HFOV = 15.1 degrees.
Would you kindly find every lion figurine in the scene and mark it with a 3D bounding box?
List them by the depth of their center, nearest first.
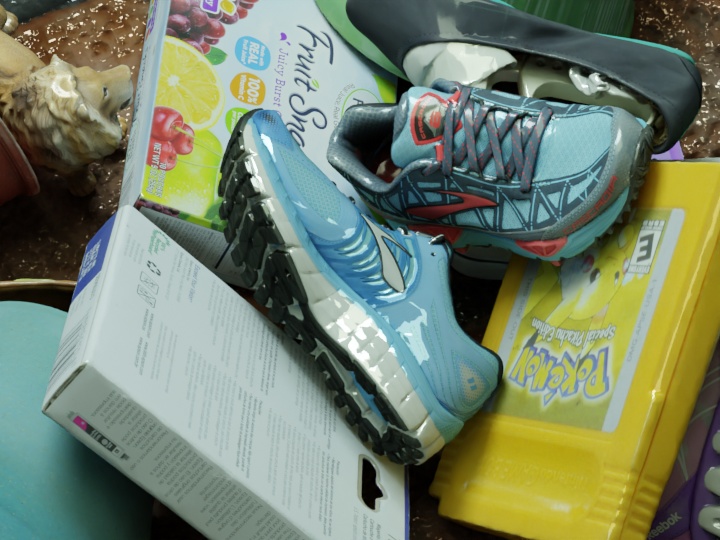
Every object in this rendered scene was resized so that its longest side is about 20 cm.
[{"bbox_3d":[-0.200,-0.113,1.547,0.200,0.122,0.073,34,85,29],"label":"lion figurine"}]

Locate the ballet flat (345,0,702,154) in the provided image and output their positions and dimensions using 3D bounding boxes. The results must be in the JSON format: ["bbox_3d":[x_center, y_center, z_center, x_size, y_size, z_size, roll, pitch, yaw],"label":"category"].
[{"bbox_3d":[0.085,-0.104,1.455,0.199,0.073,0.073,14,57,-1],"label":"ballet flat"}]

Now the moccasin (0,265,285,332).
[{"bbox_3d":[-0.141,0.029,1.473,0.200,0.078,0.074,3,53,3],"label":"moccasin"}]

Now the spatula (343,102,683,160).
[{"bbox_3d":[0.085,-0.079,1.528,0.199,0.021,0.057,5,53,-19],"label":"spatula"}]

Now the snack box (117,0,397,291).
[{"bbox_3d":[-0.054,-0.081,1.513,0.142,0.053,0.201,18,49,-16],"label":"snack box"}]

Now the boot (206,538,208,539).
[{"bbox_3d":[-0.024,0.212,1.338,0.199,0.077,0.156,21,62,18],"label":"boot"}]

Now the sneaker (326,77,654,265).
[{"bbox_3d":[0.059,-0.054,1.387,0.199,0.095,0.080,-6,60,47],"label":"sneaker"}]

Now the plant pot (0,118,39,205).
[{"bbox_3d":[-0.314,-0.062,1.501,0.195,0.201,0.201,-40,60,-10],"label":"plant pot"}]

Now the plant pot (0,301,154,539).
[{"bbox_3d":[-0.191,0.122,1.359,0.199,0.201,0.188,13,44,15],"label":"plant pot"}]

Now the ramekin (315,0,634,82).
[{"bbox_3d":[0.073,-0.198,1.555,0.199,0.098,0.201,9,45,-10],"label":"ramekin"}]

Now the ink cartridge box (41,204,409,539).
[{"bbox_3d":[-0.062,0.075,1.356,0.043,0.200,0.197,-45,15,17],"label":"ink cartridge box"}]

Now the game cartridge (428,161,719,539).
[{"bbox_3d":[0.113,0.041,1.366,0.176,0.032,0.201,5,72,62],"label":"game cartridge"}]

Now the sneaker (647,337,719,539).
[{"bbox_3d":[0.164,0.056,1.370,0.088,0.080,0.201,9,97,15],"label":"sneaker"}]

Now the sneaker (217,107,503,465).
[{"bbox_3d":[0.000,0.000,1.402,0.090,0.078,0.200,-32,84,-23],"label":"sneaker"}]

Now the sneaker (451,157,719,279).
[{"bbox_3d":[0.139,-0.037,1.491,0.199,0.071,0.073,-8,55,2],"label":"sneaker"}]
